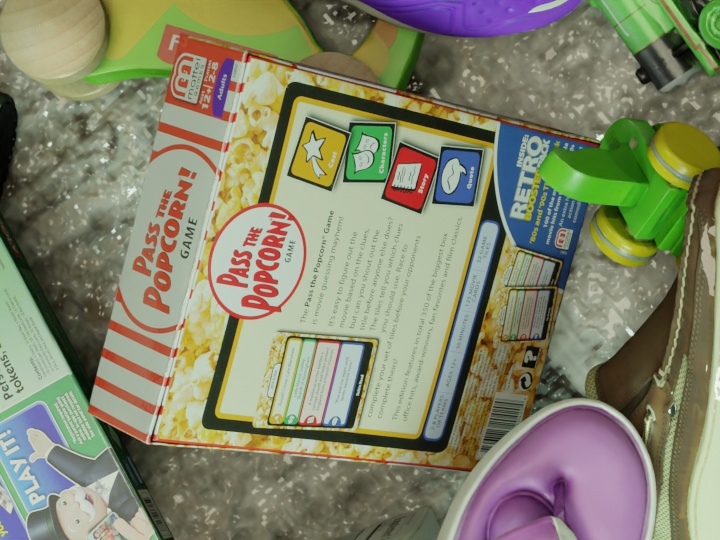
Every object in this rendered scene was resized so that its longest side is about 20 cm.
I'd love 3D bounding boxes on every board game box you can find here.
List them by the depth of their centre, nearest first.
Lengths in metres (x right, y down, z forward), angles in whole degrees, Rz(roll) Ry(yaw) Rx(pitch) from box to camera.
[{"bbox_3d":[0.000,0.000,0.839,0.046,0.200,0.152,20,97,48],"label":"board game box"},{"bbox_3d":[-0.183,0.060,0.874,0.134,0.029,0.200,-29,82,3],"label":"board game box"}]

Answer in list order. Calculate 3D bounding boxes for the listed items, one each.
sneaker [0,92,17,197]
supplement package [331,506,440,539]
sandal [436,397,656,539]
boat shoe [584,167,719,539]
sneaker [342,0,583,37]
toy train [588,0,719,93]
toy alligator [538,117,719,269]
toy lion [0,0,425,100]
[{"bbox_3d":[-0.219,-0.028,0.931,0.104,0.060,0.200,16,90,6],"label":"sneaker"},{"bbox_3d":[-0.048,0.190,0.889,0.200,0.114,0.110,-20,89,9],"label":"supplement package"},{"bbox_3d":[0.054,0.141,0.803,0.082,0.050,0.203,36,79,-7],"label":"sandal"},{"bbox_3d":[0.127,0.051,0.851,0.075,0.075,0.203,7,118,17],"label":"boat shoe"},{"bbox_3d":[0.017,-0.130,0.806,0.200,0.100,0.070,12,97,-27],"label":"sneaker"},{"bbox_3d":[0.098,-0.161,0.888,0.056,0.042,0.200,-35,88,18],"label":"toy train"},{"bbox_3d":[0.165,-0.024,0.878,0.200,0.054,0.059,19,131,-15],"label":"toy alligator"},{"bbox_3d":[-0.060,-0.156,0.903,0.200,0.069,0.192,18,88,6],"label":"toy lion"}]
